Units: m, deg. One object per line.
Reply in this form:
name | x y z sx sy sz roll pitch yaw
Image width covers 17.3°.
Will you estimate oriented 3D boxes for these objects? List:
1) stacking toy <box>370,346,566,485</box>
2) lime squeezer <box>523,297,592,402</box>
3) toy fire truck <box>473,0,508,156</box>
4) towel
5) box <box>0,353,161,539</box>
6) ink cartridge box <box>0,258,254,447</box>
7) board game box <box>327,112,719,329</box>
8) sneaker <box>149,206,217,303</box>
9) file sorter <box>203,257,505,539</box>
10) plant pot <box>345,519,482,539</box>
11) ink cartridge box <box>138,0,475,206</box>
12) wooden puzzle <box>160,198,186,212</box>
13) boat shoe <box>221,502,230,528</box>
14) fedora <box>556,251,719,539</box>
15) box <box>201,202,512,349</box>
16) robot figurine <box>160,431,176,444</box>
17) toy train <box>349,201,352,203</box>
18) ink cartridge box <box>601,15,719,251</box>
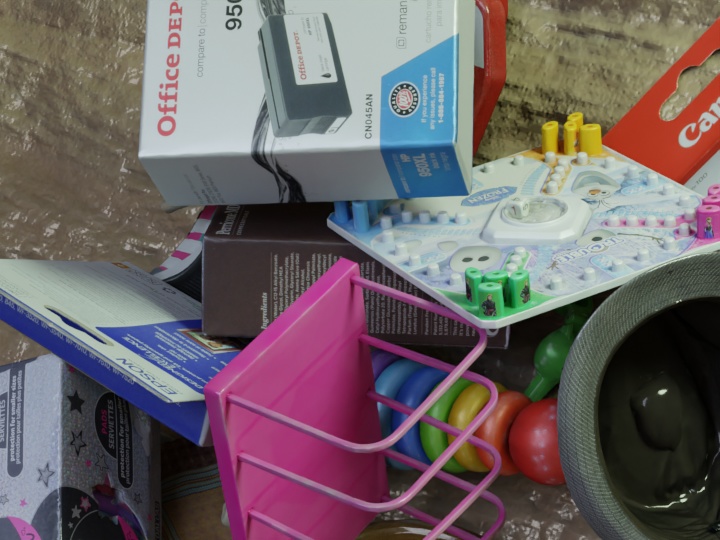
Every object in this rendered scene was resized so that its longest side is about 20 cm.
stacking toy | 0.066 0.097 1.521 0.200 0.085 0.086 7 78 45
lime squeezer | 0.127 0.033 1.557 0.071 0.038 0.200 -12 64 66
toy fire truck | 0.016 -0.131 1.651 0.200 0.112 0.168 5 101 37
towel | -0.068 0.183 1.583 0.200 0.146 0.022 58 151 34
box | -0.211 0.169 1.546 0.132 0.115 0.200 -14 68 29
ink cartridge box | -0.143 0.050 1.505 0.197 0.200 0.047 30 106 27
board game box | 0.109 -0.037 1.469 0.200 0.200 0.026 34 136 54
sneaker | -0.103 -0.009 1.676 0.200 0.121 0.084 -42 99 21
file sorter | 0.008 0.125 1.427 0.125 0.200 0.139 20 45 31
plant pot | 0.022 0.229 1.489 0.200 0.028 0.200 -5 44 5
ink cartridge box | -0.032 -0.123 1.473 0.200 0.084 0.145 -2 69 10
wooden puzzle | -0.076 -0.154 1.591 0.185 0.046 0.200 -17 65 38
boat shoe | -0.063 0.094 1.608 0.071 0.062 0.200 111 162 -50
fedora | 0.187 0.078 1.419 0.177 0.200 0.090 -26 19 -12
box | 0.000 0.000 1.545 0.199 0.100 0.075 1 107 3
robot figurine | -0.179 0.184 1.662 0.169 0.113 0.200 -6 69 8
toy train | 0.002 -0.048 1.604 0.056 0.042 0.200 14 115 24
ink cartridge box | 0.247 -0.075 1.494 0.163 0.057 0.200 -46 59 14
